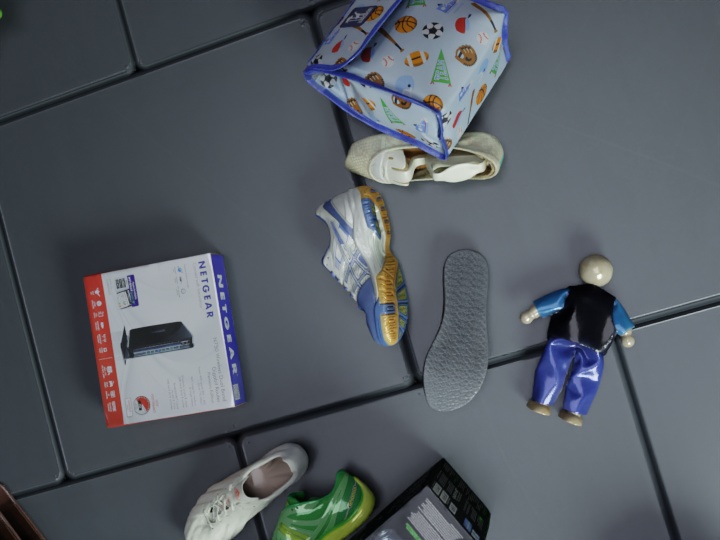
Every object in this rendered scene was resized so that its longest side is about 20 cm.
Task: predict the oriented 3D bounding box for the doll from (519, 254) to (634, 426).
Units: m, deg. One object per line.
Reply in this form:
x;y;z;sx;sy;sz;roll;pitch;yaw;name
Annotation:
0.255;0.077;1.114;0.136;0.048;0.201;18;93;10;doll

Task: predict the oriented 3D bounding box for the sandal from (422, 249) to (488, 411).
0.124;0.076;1.149;0.076;0.043;0.201;11;81;4;sandal

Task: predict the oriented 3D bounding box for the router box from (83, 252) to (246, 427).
-0.254;0.089;1.213;0.179;0.049;0.201;-11;87;11;router box

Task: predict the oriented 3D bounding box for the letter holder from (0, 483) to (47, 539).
-0.535;0.397;1.238;0.200;0.101;0.142;-43;80;7;letter holder

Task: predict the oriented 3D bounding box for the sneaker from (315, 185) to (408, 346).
0.000;0.000;1.163;0.088;0.075;0.201;-15;79;22;sneaker

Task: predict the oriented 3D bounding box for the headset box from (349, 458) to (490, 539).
0.044;0.330;1.086;0.200;0.174;0.093;-42;81;7;headset box

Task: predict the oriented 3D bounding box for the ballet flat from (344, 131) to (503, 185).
0.074;-0.134;1.138;0.199;0.068;0.062;-5;44;11;ballet flat

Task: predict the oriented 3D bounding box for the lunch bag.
0.052;-0.257;1.107;0.200;0.124;0.170;28;72;21;lunch bag

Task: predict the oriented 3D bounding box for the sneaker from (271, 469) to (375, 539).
-0.076;0.322;1.165;0.200;0.074;0.084;-37;85;-1;sneaker

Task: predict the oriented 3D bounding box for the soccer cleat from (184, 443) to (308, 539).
-0.151;0.285;1.175;0.200;0.078;0.069;-39;82;8;soccer cleat

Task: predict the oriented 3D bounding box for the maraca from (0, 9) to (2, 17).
-0.569;-0.336;1.254;0.200;0.107;0.137;-41;90;8;maraca
